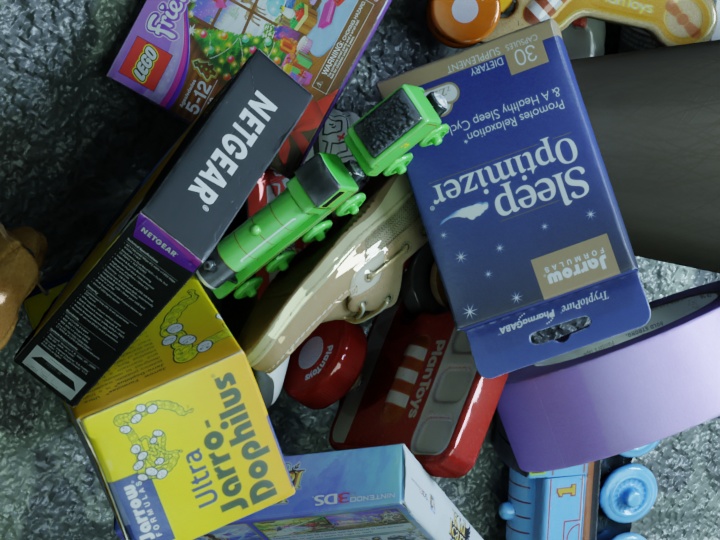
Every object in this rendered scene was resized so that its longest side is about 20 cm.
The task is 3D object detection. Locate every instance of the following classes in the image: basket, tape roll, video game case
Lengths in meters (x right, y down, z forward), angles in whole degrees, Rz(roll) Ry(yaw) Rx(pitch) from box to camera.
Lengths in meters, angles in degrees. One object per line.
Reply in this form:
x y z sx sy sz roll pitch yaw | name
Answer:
0.211 -0.074 1.611 0.199 0.136 0.182 1 80 10 | basket
0.188 0.068 1.654 0.199 0.200 0.066 -22 94 -19 | tape roll
-0.036 0.174 1.631 0.199 0.046 0.181 -7 154 17 | video game case

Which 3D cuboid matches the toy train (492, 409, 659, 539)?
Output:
0.154 0.155 1.809 0.114 0.087 0.201 -3 109 -18 | toy train

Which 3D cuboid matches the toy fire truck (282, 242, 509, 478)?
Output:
0.053 0.042 1.653 0.112 0.168 0.201 35 70 -32 | toy fire truck

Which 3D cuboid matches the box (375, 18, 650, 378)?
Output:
0.098 -0.044 1.555 0.121 0.032 0.201 -19 85 10 | box

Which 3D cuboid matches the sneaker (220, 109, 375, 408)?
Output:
-0.035 -0.009 1.647 0.107 0.067 0.203 -5 96 -26 | sneaker

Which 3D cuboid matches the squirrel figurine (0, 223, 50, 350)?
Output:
-0.278 0.022 1.479 0.199 0.187 0.142 -32 119 -13 | squirrel figurine

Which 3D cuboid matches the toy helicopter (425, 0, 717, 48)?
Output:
0.142 -0.197 1.642 0.199 0.079 0.133 15 92 -1 | toy helicopter

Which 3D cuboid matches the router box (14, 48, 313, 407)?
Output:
-0.116 -0.028 1.480 0.051 0.200 0.149 39 126 -8 | router box

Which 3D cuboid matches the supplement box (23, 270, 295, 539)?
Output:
-0.130 0.076 1.559 0.109 0.200 0.109 -23 117 -8 | supplement box

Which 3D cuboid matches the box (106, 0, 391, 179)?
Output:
-0.054 -0.177 1.571 0.136 0.039 0.201 29 94 1 | box

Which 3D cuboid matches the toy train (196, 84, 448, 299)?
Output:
-0.027 -0.047 1.548 0.200 0.042 0.056 -39 167 18 | toy train

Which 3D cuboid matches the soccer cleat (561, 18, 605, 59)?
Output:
0.138 -0.101 1.725 0.077 0.069 0.201 -6 105 -57 | soccer cleat

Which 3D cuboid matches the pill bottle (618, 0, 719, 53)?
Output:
0.238 -0.166 1.715 0.116 0.116 0.201 -2 109 -26 | pill bottle

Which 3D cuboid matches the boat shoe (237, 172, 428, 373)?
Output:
0.000 0.000 1.586 0.065 0.071 0.200 47 68 -12 | boat shoe
